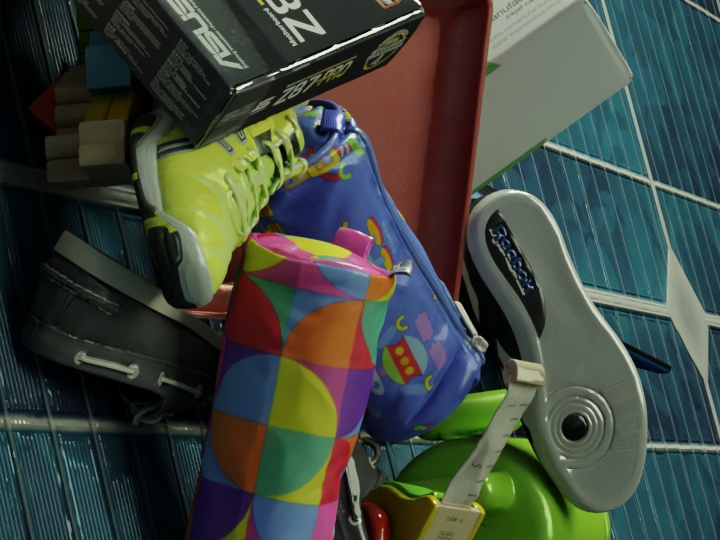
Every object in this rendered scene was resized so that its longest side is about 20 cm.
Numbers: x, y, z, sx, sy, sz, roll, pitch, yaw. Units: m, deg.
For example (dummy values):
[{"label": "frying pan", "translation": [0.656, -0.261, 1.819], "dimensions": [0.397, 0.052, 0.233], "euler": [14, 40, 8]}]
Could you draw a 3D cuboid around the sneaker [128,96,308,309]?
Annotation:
[{"label": "sneaker", "translation": [-0.067, -0.057, 1.268], "dimensions": [0.201, 0.076, 0.076], "euler": [-87, 169, -53]}]

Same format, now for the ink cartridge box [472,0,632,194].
[{"label": "ink cartridge box", "translation": [0.062, -0.157, 1.649], "dimensions": [0.084, 0.144, 0.200], "euler": [52, 4, -41]}]

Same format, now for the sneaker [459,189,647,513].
[{"label": "sneaker", "translation": [0.108, 0.046, 1.558], "dimensions": [0.112, 0.073, 0.201], "euler": [178, -109, -76]}]

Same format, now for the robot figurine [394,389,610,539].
[{"label": "robot figurine", "translation": [0.085, 0.161, 1.582], "dimensions": [0.200, 0.115, 0.177], "euler": [10, 69, -66]}]

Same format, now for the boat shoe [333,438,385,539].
[{"label": "boat shoe", "translation": [-0.017, 0.121, 1.393], "dimensions": [0.070, 0.066, 0.201], "euler": [143, -62, -65]}]

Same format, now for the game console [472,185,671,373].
[{"label": "game console", "translation": [0.120, -0.008, 1.803], "dimensions": [0.200, 0.118, 0.172], "euler": [25, 50, -63]}]

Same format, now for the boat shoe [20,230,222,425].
[{"label": "boat shoe", "translation": [-0.111, 0.042, 1.301], "dimensions": [0.063, 0.072, 0.200], "euler": [-58, 151, -6]}]

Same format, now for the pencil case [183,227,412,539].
[{"label": "pencil case", "translation": [-0.036, 0.078, 1.286], "dimensions": [0.088, 0.088, 0.201], "euler": [1, 104, -68]}]

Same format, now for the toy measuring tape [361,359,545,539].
[{"label": "toy measuring tape", "translation": [0.038, 0.123, 1.449], "dimensions": [0.073, 0.201, 0.074], "euler": [24, 18, -8]}]

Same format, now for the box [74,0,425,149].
[{"label": "box", "translation": [-0.084, -0.167, 1.284], "dimensions": [0.200, 0.049, 0.161], "euler": [50, 42, 12]}]

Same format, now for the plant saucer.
[{"label": "plant saucer", "translation": [-0.021, -0.070, 1.446], "dimensions": [0.199, 0.037, 0.201], "euler": [4, 94, -39]}]

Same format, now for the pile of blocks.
[{"label": "pile of blocks", "translation": [-0.136, -0.106, 1.315], "dimensions": [0.200, 0.062, 0.083], "euler": [-81, 164, -63]}]

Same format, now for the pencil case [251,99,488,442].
[{"label": "pencil case", "translation": [0.000, 0.000, 1.395], "dimensions": [0.201, 0.086, 0.078], "euler": [60, 16, -28]}]
